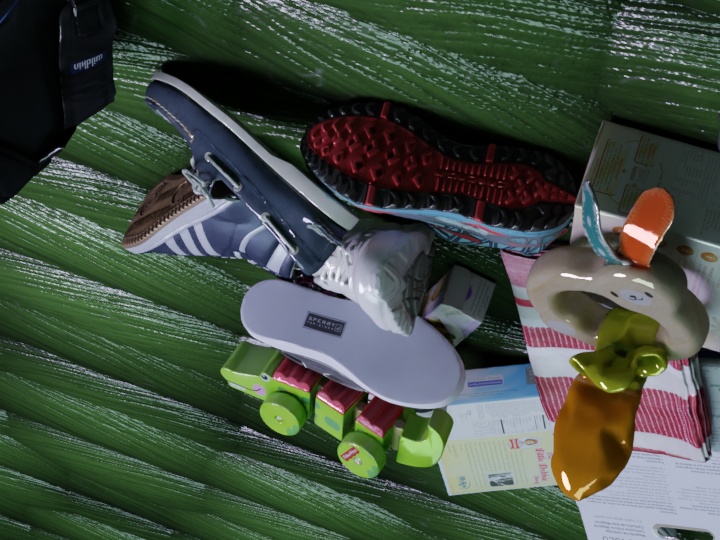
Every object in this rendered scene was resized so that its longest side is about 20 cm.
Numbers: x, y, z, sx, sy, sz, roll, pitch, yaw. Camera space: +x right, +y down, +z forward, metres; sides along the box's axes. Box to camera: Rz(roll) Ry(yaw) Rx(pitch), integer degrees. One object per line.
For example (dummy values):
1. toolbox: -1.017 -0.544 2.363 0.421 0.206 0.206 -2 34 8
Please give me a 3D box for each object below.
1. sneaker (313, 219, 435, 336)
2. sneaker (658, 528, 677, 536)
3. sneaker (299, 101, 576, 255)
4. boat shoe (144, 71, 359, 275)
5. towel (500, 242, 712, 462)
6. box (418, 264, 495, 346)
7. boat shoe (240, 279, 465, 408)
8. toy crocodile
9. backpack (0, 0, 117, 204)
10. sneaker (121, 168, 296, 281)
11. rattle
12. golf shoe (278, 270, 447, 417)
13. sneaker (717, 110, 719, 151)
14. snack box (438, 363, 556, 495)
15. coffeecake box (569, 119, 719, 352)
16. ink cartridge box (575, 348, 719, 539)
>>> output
1. sneaker: 0.000 0.000 1.381 0.099 0.078 0.200 9 -176 4
2. sneaker: 0.260 0.313 1.848 0.079 0.131 0.200 13 154 21
3. sneaker: 0.051 -0.052 1.330 0.199 0.080 0.096 18 158 8
4. boat shoe: -0.090 -0.071 1.353 0.200 0.062 0.075 38 -178 18
5. towel: 0.191 0.065 1.443 0.144 0.023 0.200 7 131 31
6. box: 0.059 0.050 1.579 0.039 0.042 0.200 26 156 -7
7. boat shoe: -0.001 0.063 1.462 0.199 0.070 0.066 16 166 26
8. toy crocodile: -0.020 0.105 1.498 0.200 0.068 0.062 25 141 20
9. backpack: -0.266 -0.138 1.290 0.154 0.200 0.191 46 173 23
10. sneaker: -0.109 -0.033 1.509 0.108 0.070 0.200 34 150 -22
11. rattle: 0.151 0.044 1.201 0.130 0.143 0.200 38 165 9
12. golf shoe: -0.009 0.068 1.570 0.200 0.073 0.092 28 148 38
13. sneaker: 0.303 -0.052 1.121 0.200 0.077 0.111 34 147 -16
14. snack box: 0.123 0.145 1.682 0.116 0.037 0.200 -6 150 7
15. coffeecake box: 0.244 -0.009 1.265 0.199 0.073 0.154 17 155 10
16. ink cartridge box: 0.254 0.145 1.520 0.196 0.043 0.201 2 123 36
